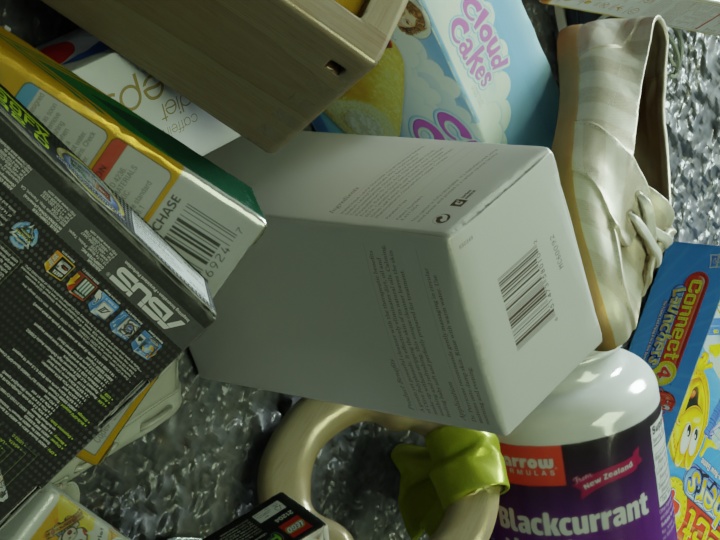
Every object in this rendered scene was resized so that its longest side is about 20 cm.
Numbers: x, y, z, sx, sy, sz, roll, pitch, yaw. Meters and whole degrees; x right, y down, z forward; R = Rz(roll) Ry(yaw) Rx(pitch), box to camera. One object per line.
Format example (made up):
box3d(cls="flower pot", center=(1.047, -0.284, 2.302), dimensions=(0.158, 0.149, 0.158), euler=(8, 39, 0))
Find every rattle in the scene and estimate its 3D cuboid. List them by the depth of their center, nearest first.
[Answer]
box3d(cls="rattle", center=(-0.022, 0.146, 1.028), dimensions=(0.200, 0.143, 0.130), euler=(-43, 93, -17))

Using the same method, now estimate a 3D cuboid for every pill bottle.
box3d(cls="pill bottle", center=(0.122, 0.110, 1.119), dimensions=(0.111, 0.111, 0.201), euler=(-26, 113, -43))

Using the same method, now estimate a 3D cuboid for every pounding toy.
box3d(cls="pounding toy", center=(-0.045, -0.198, 0.818), dimensions=(0.184, 0.142, 0.200), euler=(33, 59, -15))

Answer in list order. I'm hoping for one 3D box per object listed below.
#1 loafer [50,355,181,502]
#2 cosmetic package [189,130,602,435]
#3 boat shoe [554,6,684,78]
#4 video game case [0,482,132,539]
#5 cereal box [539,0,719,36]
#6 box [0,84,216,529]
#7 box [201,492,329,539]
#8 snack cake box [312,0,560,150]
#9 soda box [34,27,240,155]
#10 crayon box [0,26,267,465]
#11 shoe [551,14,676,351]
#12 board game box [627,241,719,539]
box3d(cls="loafer", center=(-0.150, 0.086, 0.851), dimensions=(0.200, 0.070, 0.070), euler=(-39, 119, -35))
box3d(cls="cosmetic package", center=(0.000, 0.000, 0.907), dimensions=(0.085, 0.200, 0.108), euler=(-40, 125, -36))
box3d(cls="boat shoe", center=(0.153, -0.127, 1.159), dimensions=(0.075, 0.062, 0.201), euler=(11, 85, -40))
box3d(cls="video game case", center=(-0.149, 0.210, 0.854), dimensions=(0.200, 0.023, 0.182), euler=(-53, 138, -8))
box3d(cls="cereal box", center=(0.163, -0.213, 1.125), dimensions=(0.200, 0.039, 0.144), euler=(1, 66, -43))
box3d(cls="box", center=(-0.179, 0.000, 0.726), dimensions=(0.160, 0.044, 0.200), euler=(-44, 109, 6))
box3d(cls="box", center=(-0.096, 0.191, 0.852), dimensions=(0.200, 0.035, 0.110), euler=(-28, 129, -31))
box3d(cls="snack cake box", center=(0.037, -0.088, 0.998), dimensions=(0.067, 0.115, 0.200), euler=(-51, 128, -31))
box3d(cls="soda box", center=(-0.101, -0.081, 0.883), dimensions=(0.200, 0.068, 0.064), euler=(-31, 116, -41))
box3d(cls="crayon box", center=(-0.155, -0.028, 0.772), dimensions=(0.200, 0.052, 0.126), euler=(33, 99, -19))
box3d(cls="shoe", center=(0.127, -0.050, 0.950), dimensions=(0.070, 0.053, 0.201), euler=(57, 29, -47))
box3d(cls="board game box", center=(0.240, 0.114, 1.290), dimensions=(0.200, 0.056, 0.196), euler=(39, 66, -43))
